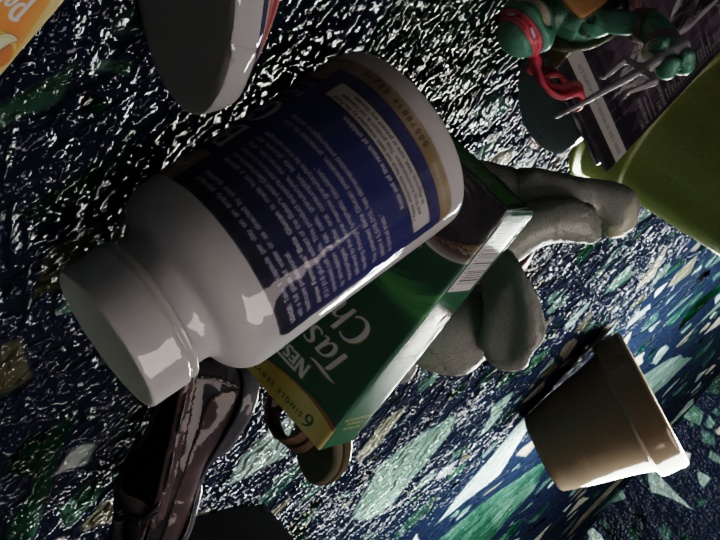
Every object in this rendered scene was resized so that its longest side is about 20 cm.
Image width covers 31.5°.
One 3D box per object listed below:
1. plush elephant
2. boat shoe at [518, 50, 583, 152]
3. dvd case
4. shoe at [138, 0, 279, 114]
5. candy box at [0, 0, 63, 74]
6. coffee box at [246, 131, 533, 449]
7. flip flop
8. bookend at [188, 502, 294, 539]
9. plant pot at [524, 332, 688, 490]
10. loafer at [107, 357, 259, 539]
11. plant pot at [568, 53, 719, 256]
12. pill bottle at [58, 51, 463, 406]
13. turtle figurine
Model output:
[{"bbox_3d":[0.079,0.006,0.876,0.200,0.164,0.156,11,83,-48],"label":"plush elephant"},{"bbox_3d":[0.175,-0.167,0.864,0.091,0.071,0.201,-27,151,-29],"label":"boat shoe"},{"bbox_3d":[0.207,-0.170,0.822,0.200,0.016,0.149,-47,149,0],"label":"dvd case"},{"bbox_3d":[-0.031,-0.152,0.512,0.091,0.071,0.201,-27,150,-32],"label":"shoe"},{"bbox_3d":[-0.189,-0.086,0.367,0.115,0.055,0.200,-47,160,7],"label":"candy box"},{"bbox_3d":[0.000,0.000,0.788,0.200,0.123,0.044,-52,159,23],"label":"coffee box"},{"bbox_3d":[-0.044,0.102,0.973,0.057,0.081,0.200,-19,151,-15],"label":"flip flop"},{"bbox_3d":[-0.163,0.311,1.112,0.199,0.092,0.200,-48,160,13],"label":"bookend"},{"bbox_3d":[0.322,0.211,1.729,0.174,0.201,0.200,-28,161,8],"label":"plant pot"},{"bbox_3d":[-0.140,0.134,0.877,0.063,0.072,0.200,10,119,-42],"label":"loafer"},{"bbox_3d":[0.315,-0.096,1.095,0.200,0.190,0.200,-36,158,-18],"label":"plant pot"},{"bbox_3d":[-0.052,-0.020,0.667,0.200,0.111,0.111,-36,158,-21],"label":"pill bottle"},{"bbox_3d":[0.136,-0.175,0.710,0.200,0.150,0.101,-43,-175,-16],"label":"turtle figurine"}]
